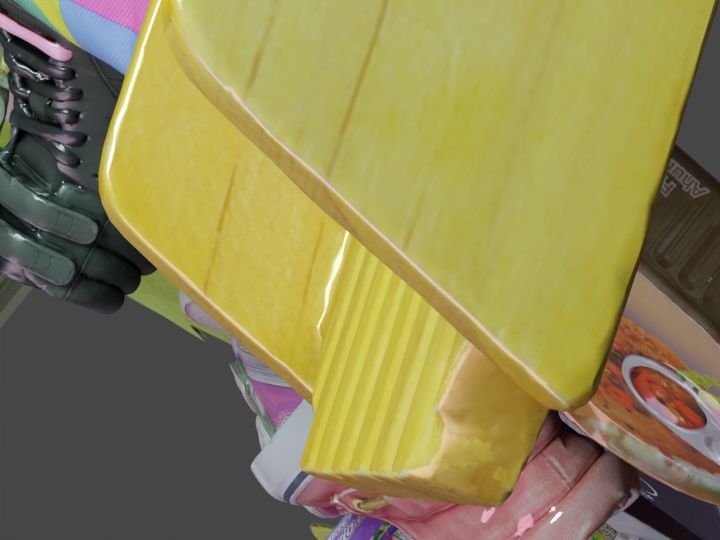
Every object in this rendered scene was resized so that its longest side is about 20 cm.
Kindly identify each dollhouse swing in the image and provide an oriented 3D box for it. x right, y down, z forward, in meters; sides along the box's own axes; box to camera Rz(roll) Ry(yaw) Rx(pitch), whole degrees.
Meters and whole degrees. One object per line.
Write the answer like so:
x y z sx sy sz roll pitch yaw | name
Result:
-0.042 -0.078 0.426 0.175 0.183 0.200 19 174 -7 | dollhouse swing

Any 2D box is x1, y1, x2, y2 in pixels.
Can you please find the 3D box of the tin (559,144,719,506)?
0.043 -0.017 0.707 0.200 0.042 0.112 42 165 0 | tin

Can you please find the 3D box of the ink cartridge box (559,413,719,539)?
0.080 0.026 0.841 0.099 0.039 0.200 36 170 21 | ink cartridge box

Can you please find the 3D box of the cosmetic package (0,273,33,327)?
-0.318 -0.031 1.743 0.200 0.165 0.165 38 170 7 | cosmetic package

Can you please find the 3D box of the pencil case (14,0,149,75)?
-0.061 -0.098 0.639 0.200 0.089 0.088 33 170 30 | pencil case

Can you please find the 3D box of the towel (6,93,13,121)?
-0.104 -0.063 1.151 0.132 0.035 0.200 37 170 0 | towel

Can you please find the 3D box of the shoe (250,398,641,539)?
0.025 0.065 0.858 0.091 0.071 0.200 48 165 5 | shoe

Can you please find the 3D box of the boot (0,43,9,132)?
-0.186 -0.085 0.966 0.155 0.072 0.200 41 -170 -29 | boot

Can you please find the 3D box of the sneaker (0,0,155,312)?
-0.101 -0.050 0.937 0.071 0.099 0.200 35 170 30 | sneaker

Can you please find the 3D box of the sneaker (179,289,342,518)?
-0.017 0.051 1.129 0.081 0.089 0.200 23 -176 -42 | sneaker

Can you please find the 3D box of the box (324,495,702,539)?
0.080 0.137 0.991 0.199 0.137 0.039 31 -154 -15 | box
